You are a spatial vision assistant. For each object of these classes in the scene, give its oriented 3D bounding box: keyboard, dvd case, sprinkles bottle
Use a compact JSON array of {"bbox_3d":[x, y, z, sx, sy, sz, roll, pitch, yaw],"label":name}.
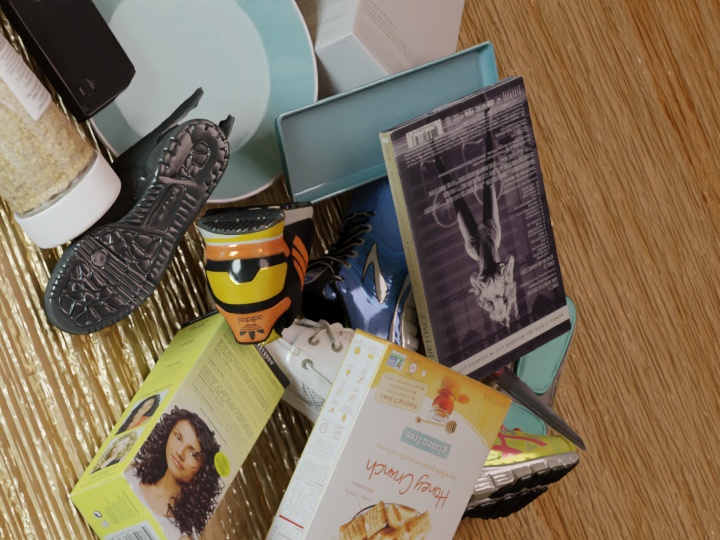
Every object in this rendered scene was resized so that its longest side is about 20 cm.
[{"bbox_3d":[-0.232,-0.184,1.584,0.200,0.021,0.127,56,37,-8],"label":"keyboard"},{"bbox_3d":[0.086,-0.026,1.767,0.148,0.016,0.201,-26,109,-42],"label":"dvd case"},{"bbox_3d":[-0.233,-0.108,1.498,0.200,0.068,0.068,53,34,-22],"label":"sprinkles bottle"}]

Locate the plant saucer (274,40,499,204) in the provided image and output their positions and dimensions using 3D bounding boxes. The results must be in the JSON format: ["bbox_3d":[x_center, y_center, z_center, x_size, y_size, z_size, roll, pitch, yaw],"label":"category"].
[{"bbox_3d":[0.021,-0.107,1.741,0.199,0.019,0.070,-22,110,-32],"label":"plant saucer"}]

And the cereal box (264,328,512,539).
[{"bbox_3d":[0.012,0.154,1.629,0.144,0.039,0.201,25,87,-47],"label":"cereal box"}]

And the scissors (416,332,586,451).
[{"bbox_3d":[0.087,0.069,1.811,0.073,0.014,0.200,-33,85,-17],"label":"scissors"}]

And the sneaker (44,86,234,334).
[{"bbox_3d":[-0.144,-0.039,1.583,0.060,0.104,0.200,41,75,-15],"label":"sneaker"}]

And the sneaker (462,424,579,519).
[{"bbox_3d":[0.080,0.135,1.791,0.199,0.078,0.091,-5,60,-41],"label":"sneaker"}]

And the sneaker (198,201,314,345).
[{"bbox_3d":[-0.069,0.003,1.610,0.200,0.070,0.091,-39,126,-83],"label":"sneaker"}]

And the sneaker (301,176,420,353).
[{"bbox_3d":[0.000,0.000,1.754,0.089,0.078,0.201,15,72,-29],"label":"sneaker"}]

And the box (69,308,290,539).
[{"bbox_3d":[-0.113,0.107,1.561,0.075,0.050,0.200,55,32,-19],"label":"box"}]

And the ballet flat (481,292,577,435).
[{"bbox_3d":[0.119,0.107,1.898,0.068,0.063,0.201,33,64,-15],"label":"ballet flat"}]

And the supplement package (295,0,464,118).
[{"bbox_3d":[-0.005,-0.185,1.849,0.120,0.121,0.201,46,38,-32],"label":"supplement package"}]

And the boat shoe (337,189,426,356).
[{"bbox_3d":[0.037,-0.006,1.853,0.073,0.062,0.201,-9,78,-58],"label":"boat shoe"}]

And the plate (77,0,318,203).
[{"bbox_3d":[-0.119,-0.143,1.688,0.199,0.026,0.201,8,75,-33],"label":"plate"}]

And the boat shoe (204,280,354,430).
[{"bbox_3d":[-0.024,0.065,1.680,0.200,0.069,0.071,46,20,-16],"label":"boat shoe"}]
